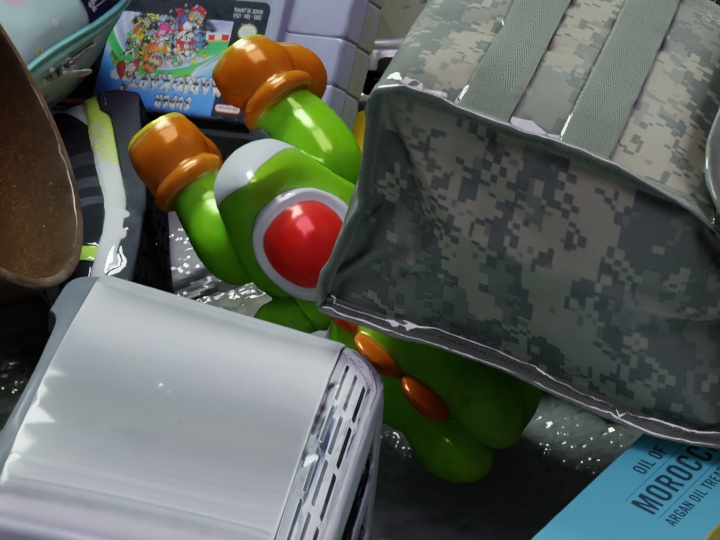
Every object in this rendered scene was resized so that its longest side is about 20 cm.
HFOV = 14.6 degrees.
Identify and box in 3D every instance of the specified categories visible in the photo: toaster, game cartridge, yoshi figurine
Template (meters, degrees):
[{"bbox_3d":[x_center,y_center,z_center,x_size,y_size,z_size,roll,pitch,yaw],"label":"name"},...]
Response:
[{"bbox_3d":[-0.067,0.093,1.000,0.128,0.114,0.200,10,35,8],"label":"toaster"},{"bbox_3d":[-0.079,-0.127,1.268,0.199,0.038,0.130,8,77,33],"label":"game cartridge"},{"bbox_3d":[0.002,0.007,1.122,0.112,0.113,0.200,-22,61,-34],"label":"yoshi figurine"}]

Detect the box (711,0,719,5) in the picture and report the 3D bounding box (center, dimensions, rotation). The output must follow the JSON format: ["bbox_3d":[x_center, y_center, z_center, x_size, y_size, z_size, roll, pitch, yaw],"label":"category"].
[{"bbox_3d":[0.130,-0.139,1.303,0.041,0.119,0.200,-34,48,-5],"label":"box"}]

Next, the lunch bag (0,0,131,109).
[{"bbox_3d":[-0.199,-0.139,1.198,0.200,0.077,0.160,44,39,2],"label":"lunch bag"}]

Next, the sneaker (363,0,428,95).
[{"bbox_3d":[0.016,-0.122,1.297,0.199,0.081,0.074,4,-6,6],"label":"sneaker"}]

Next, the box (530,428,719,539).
[{"bbox_3d":[0.106,0.109,1.009,0.049,0.083,0.200,26,43,28],"label":"box"}]

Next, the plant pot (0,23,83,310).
[{"bbox_3d":[-0.238,-0.025,1.060,0.199,0.187,0.187,-32,34,16],"label":"plant pot"}]

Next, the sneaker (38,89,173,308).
[{"bbox_3d":[-0.123,-0.004,1.180,0.082,0.072,0.200,-12,31,2],"label":"sneaker"}]

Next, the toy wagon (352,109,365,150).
[{"bbox_3d":[0.061,-0.012,1.206,0.155,0.040,0.200,-22,42,-28],"label":"toy wagon"}]

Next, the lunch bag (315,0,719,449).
[{"bbox_3d":[0.105,-0.030,1.036,0.199,0.118,0.164,21,34,7],"label":"lunch bag"}]
